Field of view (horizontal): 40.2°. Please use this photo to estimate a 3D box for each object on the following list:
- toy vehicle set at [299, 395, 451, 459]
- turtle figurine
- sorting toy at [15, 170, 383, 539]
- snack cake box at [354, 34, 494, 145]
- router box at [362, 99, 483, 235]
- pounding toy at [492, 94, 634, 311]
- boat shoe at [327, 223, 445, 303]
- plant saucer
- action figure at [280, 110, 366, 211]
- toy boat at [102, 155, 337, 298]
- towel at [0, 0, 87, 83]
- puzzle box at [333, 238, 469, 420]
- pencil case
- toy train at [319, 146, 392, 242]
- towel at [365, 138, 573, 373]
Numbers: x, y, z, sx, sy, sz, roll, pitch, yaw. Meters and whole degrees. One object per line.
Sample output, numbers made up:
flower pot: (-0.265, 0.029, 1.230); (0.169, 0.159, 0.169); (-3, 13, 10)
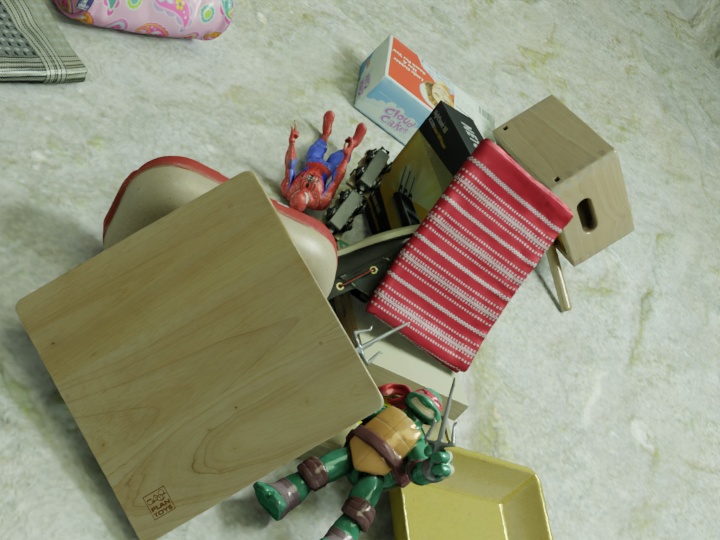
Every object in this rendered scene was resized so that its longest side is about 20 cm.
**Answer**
toy vehicle set: (0.006, 0.131, 0.937); (0.200, 0.027, 0.125); (21, 43, -36)
turtle figurine: (0.016, 0.144, 0.813); (0.150, 0.101, 0.200); (28, 61, 33)
sorting toy: (-0.116, 0.063, 0.740); (0.199, 0.200, 0.070); (60, -2, 4)
snack cake box: (0.091, -0.216, 1.343); (0.200, 0.067, 0.115); (34, 38, -21)
router box: (0.082, -0.071, 1.070); (0.052, 0.157, 0.200); (26, 26, -28)
pounding toy: (0.272, -0.090, 1.344); (0.184, 0.142, 0.200); (57, -3, 46)
boat shoe: (0.000, 0.000, 0.947); (0.201, 0.074, 0.063); (-19, 89, -12)
plant saucer: (0.099, 0.262, 0.889); (0.200, 0.048, 0.200); (22, 47, -35)
action figure: (-0.038, -0.138, 1.089); (0.065, 0.099, 0.200); (20, 39, 3)
toy boat: (-0.115, -0.033, 0.856); (0.200, 0.131, 0.131); (26, 33, -16)
towel: (-0.360, -0.252, 0.885); (0.192, 0.035, 0.200); (-14, 68, -54)
puzzle box: (0.033, 0.055, 1.009); (0.133, 0.025, 0.200); (27, 28, -28)
pencil case: (-0.226, -0.295, 1.037); (0.200, 0.087, 0.088); (-4, 60, -52)
toy train: (-0.019, -0.060, 1.039); (0.034, 0.046, 0.200); (38, 55, -9)
towel: (0.109, -0.011, 0.948); (0.145, 0.200, 0.022); (36, -1, -33)
